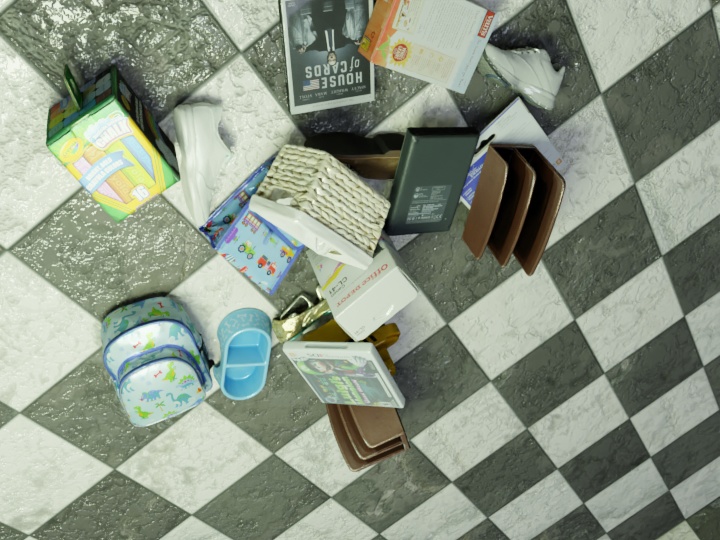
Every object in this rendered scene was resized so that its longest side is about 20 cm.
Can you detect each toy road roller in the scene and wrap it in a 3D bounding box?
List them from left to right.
[{"bbox_3d":[-0.011,0.161,1.378,0.196,0.149,0.123,-28,164,-3],"label":"toy road roller"}]

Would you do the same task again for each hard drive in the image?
[{"bbox_3d":[0.123,-0.156,1.251,0.136,0.033,0.204,-6,131,-24],"label":"hard drive"}]

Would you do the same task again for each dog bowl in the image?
[{"bbox_3d":[-0.229,0.171,1.391,0.108,0.050,0.204,0,123,-21],"label":"dog bowl"}]

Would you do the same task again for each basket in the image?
[{"bbox_3d":[-0.060,-0.105,1.162,0.199,0.134,0.126,33,79,-47],"label":"basket"}]

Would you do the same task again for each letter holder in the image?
[{"bbox_3d":[-0.001,0.283,1.444,0.139,0.203,0.101,-21,148,-2],"label":"letter holder"},{"bbox_3d":[0.276,-0.103,1.284,0.098,0.144,0.204,-1,127,-18],"label":"letter holder"}]

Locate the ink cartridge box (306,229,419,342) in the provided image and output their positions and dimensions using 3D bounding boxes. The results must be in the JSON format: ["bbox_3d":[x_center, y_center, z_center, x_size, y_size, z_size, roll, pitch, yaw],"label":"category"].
[{"bbox_3d":[0.000,0.000,1.262,0.147,0.202,0.086,-39,129,9],"label":"ink cartridge box"}]

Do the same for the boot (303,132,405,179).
[{"bbox_3d":[-0.007,-0.190,1.214,0.194,0.075,0.077,-2,135,-23],"label":"boot"}]

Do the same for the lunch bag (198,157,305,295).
[{"bbox_3d":[-0.154,-0.090,1.225,0.201,0.094,0.150,-50,130,-1],"label":"lunch bag"}]

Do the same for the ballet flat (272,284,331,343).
[{"bbox_3d":[-0.086,0.067,1.371,0.197,0.071,0.071,-32,130,0],"label":"ballet flat"}]

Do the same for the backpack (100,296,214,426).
[{"bbox_3d":[-0.366,0.163,1.269,0.179,0.148,0.204,-20,126,-10],"label":"backpack"}]

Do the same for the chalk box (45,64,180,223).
[{"bbox_3d":[-0.371,-0.198,1.024,0.122,0.126,0.201,-32,128,3],"label":"chalk box"}]

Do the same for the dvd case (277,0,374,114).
[{"bbox_3d":[-0.050,-0.353,1.104,0.146,0.025,0.204,-12,127,-13],"label":"dvd case"}]

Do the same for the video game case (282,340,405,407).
[{"bbox_3d":[-0.028,0.195,1.310,0.177,0.024,0.202,-1,142,25],"label":"video game case"}]

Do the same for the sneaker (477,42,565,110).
[{"bbox_3d":[0.275,-0.351,1.218,0.196,0.074,0.089,16,106,-37],"label":"sneaker"}]

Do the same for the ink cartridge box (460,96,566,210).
[{"bbox_3d":[0.262,-0.200,1.327,0.197,0.047,0.199,-41,127,13],"label":"ink cartridge box"}]

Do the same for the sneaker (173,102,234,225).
[{"bbox_3d":[-0.244,-0.168,1.135,0.086,0.075,0.205,-15,128,-26],"label":"sneaker"}]

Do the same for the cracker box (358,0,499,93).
[{"bbox_3d":[0.108,-0.375,1.116,0.196,0.058,0.136,8,119,-34],"label":"cracker box"}]
